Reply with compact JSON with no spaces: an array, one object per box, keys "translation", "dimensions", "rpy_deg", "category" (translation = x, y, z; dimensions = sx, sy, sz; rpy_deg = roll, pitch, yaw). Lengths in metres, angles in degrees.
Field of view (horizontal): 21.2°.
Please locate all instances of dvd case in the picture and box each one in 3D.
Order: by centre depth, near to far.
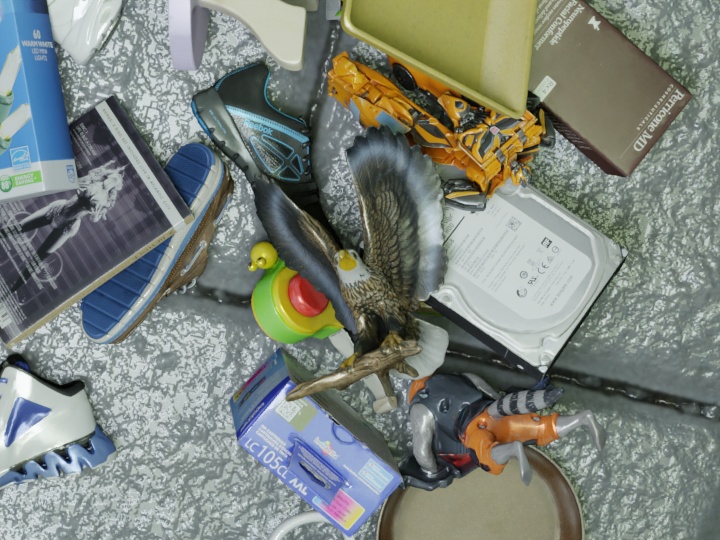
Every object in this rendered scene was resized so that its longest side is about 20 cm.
[{"translation":[-0.264,-0.045,1.701],"dimensions":[0.200,0.016,0.149],"rpy_deg":[-35,65,-1],"category":"dvd case"}]

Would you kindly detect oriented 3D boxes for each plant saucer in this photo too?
[{"translation":[0.062,-0.245,1.633],"dimensions":[0.199,0.048,0.201],"rpy_deg":[24,62,-32],"category":"plant saucer"},{"translation":[0.112,0.250,1.814],"dimensions":[0.199,0.032,0.201],"rpy_deg":[-1,97,-6],"category":"plant saucer"}]

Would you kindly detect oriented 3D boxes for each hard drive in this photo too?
[{"translation":[0.116,-0.015,1.692],"dimensions":[0.200,0.038,0.140],"rpy_deg":[35,74,10],"category":"hard drive"}]

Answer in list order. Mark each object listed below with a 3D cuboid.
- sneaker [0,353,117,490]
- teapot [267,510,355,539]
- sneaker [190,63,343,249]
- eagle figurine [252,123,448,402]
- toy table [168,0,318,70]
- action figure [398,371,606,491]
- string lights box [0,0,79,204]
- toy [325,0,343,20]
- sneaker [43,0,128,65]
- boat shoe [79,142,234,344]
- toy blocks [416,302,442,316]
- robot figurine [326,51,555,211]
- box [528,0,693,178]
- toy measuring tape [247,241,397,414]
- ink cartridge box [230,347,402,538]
[{"translation":[-0.328,0.139,1.729],"dimensions":[0.198,0.081,0.116],"rpy_deg":[-14,95,-12],"category":"sneaker"},{"translation":[0.004,0.335,1.739],"dimensions":[0.146,0.200,0.197],"rpy_deg":[-45,59,-8],"category":"teapot"},{"translation":[-0.067,-0.093,1.730],"dimensions":[0.082,0.073,0.200],"rpy_deg":[-36,100,-3],"category":"sneaker"},{"translation":[0.000,-0.004,1.629],"dimensions":[0.151,0.151,0.201],"rpy_deg":[-2,61,-18],"category":"eagle figurine"},{"translation":[-0.099,-0.270,1.661],"dimensions":[0.116,0.184,0.201],"rpy_deg":[3,89,4],"category":"toy table"},{"translation":[0.124,0.122,1.725],"dimensions":[0.200,0.193,0.105],"rpy_deg":[-33,123,-38],"category":"action figure"},{"translation":[-0.316,-0.160,1.668],"dimensions":[0.102,0.059,0.201],"rpy_deg":[-10,91,25],"category":"string lights box"},{"translation":[-0.005,-0.323,1.692],"dimensions":[0.047,0.115,0.201],"rpy_deg":[-4,97,-18],"category":"toy"},{"translation":[-0.228,-0.286,1.687],"dimensions":[0.099,0.078,0.201],"rpy_deg":[32,91,-6],"category":"sneaker"},{"translation":[-0.173,-0.013,1.720],"dimensions":[0.200,0.072,0.072],"rpy_deg":[-56,143,-4],"category":"boat shoe"},{"translation":[0.084,-0.030,1.754],"dimensions":[0.199,0.100,0.138],"rpy_deg":[5,84,0],"category":"toy blocks"},{"translation":[0.073,-0.139,1.686],"dimensions":[0.200,0.058,0.145],"rpy_deg":[38,67,22],"category":"robot figurine"},{"translation":[0.192,-0.184,1.752],"dimensions":[0.200,0.075,0.100],"rpy_deg":[38,90,-12],"category":"box"},{"translation":[-0.043,0.062,1.751],"dimensions":[0.073,0.074,0.200],"rpy_deg":[-35,99,-2],"category":"toy measuring tape"},{"translation":[-0.041,0.152,1.698],"dimensions":[0.136,0.200,0.076],"rpy_deg":[41,91,-9],"category":"ink cartridge box"}]
